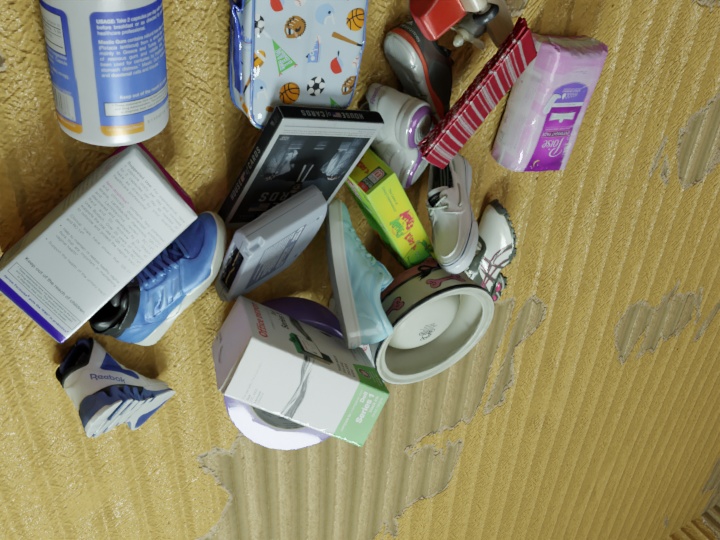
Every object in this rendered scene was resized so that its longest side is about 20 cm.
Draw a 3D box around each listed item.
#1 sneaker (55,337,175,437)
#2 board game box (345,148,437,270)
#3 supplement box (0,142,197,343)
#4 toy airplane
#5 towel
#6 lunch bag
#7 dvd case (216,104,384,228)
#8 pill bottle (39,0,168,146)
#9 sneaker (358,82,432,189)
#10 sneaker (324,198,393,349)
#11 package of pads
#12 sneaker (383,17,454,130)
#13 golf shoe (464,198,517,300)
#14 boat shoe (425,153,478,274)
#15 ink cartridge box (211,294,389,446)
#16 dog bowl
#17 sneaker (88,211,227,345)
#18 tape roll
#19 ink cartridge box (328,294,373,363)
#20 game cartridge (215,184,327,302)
[{"bbox_3d":[-0.320,0.140,1.023,0.080,0.116,0.199,-42,169,2],"label":"sneaker"},{"bbox_3d":[0.037,-0.082,1.102,0.047,0.102,0.201,-38,139,-4],"label":"board game box"},{"bbox_3d":[-0.283,-0.038,0.859,0.200,0.101,0.104,-43,113,0],"label":"supplement box"},{"bbox_3d":[0.111,-0.362,0.923,0.197,0.139,0.205,-12,98,-47],"label":"toy airplane"},{"bbox_3d":[0.151,-0.217,1.005,0.201,0.022,0.144,-51,168,12],"label":"towel"},{"bbox_3d":[-0.075,-0.263,0.884,0.158,0.076,0.203,-15,133,-26],"label":"lunch bag"},{"bbox_3d":[-0.077,-0.122,0.978,0.148,0.025,0.201,-6,148,-38],"label":"dvd case"},{"bbox_3d":[-0.240,-0.231,0.747,0.110,0.112,0.203,-16,132,-28],"label":"pill bottle"},{"bbox_3d":[0.046,-0.180,1.060,0.075,0.099,0.201,-52,164,-18],"label":"sneaker"},{"bbox_3d":[0.000,0.000,1.071,0.080,0.204,0.074,-9,173,-11],"label":"sneaker"},{"bbox_3d":[0.277,-0.247,1.179,0.118,0.076,0.203,-7,128,-31],"label":"package of pads"},{"bbox_3d":[0.099,-0.247,1.039,0.082,0.077,0.201,-44,142,-12],"label":"sneaker"},{"bbox_3d":[0.202,-0.021,1.311,0.086,0.078,0.203,-14,131,-20],"label":"golf shoe"},{"bbox_3d":[0.117,-0.090,1.118,0.073,0.203,0.066,-29,133,33],"label":"boat shoe"},{"bbox_3d":[-0.080,0.125,1.012,0.197,0.146,0.085,26,100,-22],"label":"ink cartridge box"},{"bbox_3d":[0.093,0.071,1.153,0.197,0.074,0.202,-22,143,-17],"label":"dog bowl"},{"bbox_3d":[-0.252,0.005,0.961,0.200,0.077,0.111,-48,149,15],"label":"sneaker"},{"bbox_3d":[-0.101,0.147,1.140,0.196,0.085,0.204,-5,110,-14],"label":"tape roll"},{"bbox_3d":[0.046,0.097,1.275,0.197,0.083,0.148,-14,132,-30],"label":"ink cartridge box"},{"bbox_3d":[-0.110,-0.032,0.997,0.132,0.041,0.200,-30,170,-27],"label":"game cartridge"}]
